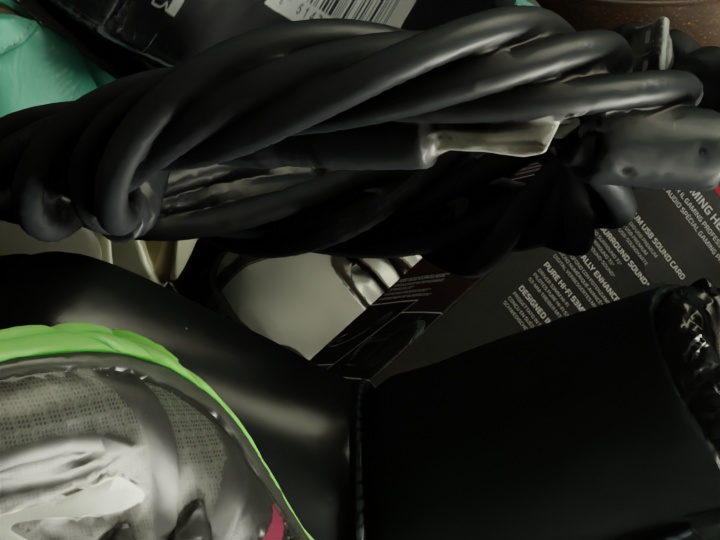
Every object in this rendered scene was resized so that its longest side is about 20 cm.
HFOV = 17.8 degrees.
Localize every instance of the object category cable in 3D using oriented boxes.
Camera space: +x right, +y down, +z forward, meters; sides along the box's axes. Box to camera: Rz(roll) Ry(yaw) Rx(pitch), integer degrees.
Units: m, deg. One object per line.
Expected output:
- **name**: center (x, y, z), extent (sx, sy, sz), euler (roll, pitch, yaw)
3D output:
- **cable**: center (-0.010, -0.021, 0.539), extent (0.163, 0.200, 0.051), euler (-5, 88, -32)

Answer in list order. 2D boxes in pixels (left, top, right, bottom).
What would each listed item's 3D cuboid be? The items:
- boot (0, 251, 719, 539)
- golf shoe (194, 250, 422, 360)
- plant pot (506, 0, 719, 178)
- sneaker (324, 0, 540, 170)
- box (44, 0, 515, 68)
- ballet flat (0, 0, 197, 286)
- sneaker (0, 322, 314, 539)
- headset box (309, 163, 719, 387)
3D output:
- **boot**: center (0.014, 0.040, 0.554), extent (0.198, 0.162, 0.074), euler (44, 38, -46)
- **golf shoe**: center (0.000, 0.000, 0.829), extent (0.078, 0.094, 0.200), euler (53, 12, -12)
- **plant pot**: center (0.124, -0.100, 0.917), extent (0.200, 0.200, 0.199), euler (-109, -169, -58)
- **sneaker**: center (0.014, -0.075, 0.853), extent (0.091, 0.200, 0.078), euler (-6, 91, -36)
- **box**: center (-0.070, -0.140, 0.712), extent (0.200, 0.118, 0.197), euler (34, 5, 26)
- **ballet flat**: center (-0.083, -0.026, 0.671), extent (0.200, 0.067, 0.071), euler (20, 59, -71)
- **sneaker**: center (-0.035, 0.079, 0.475), extent (0.200, 0.077, 0.084), euler (43, 12, -42)
- **headset box**: center (0.080, 0.046, 0.719), extent (0.149, 0.200, 0.077), euler (52, -16, -12)
